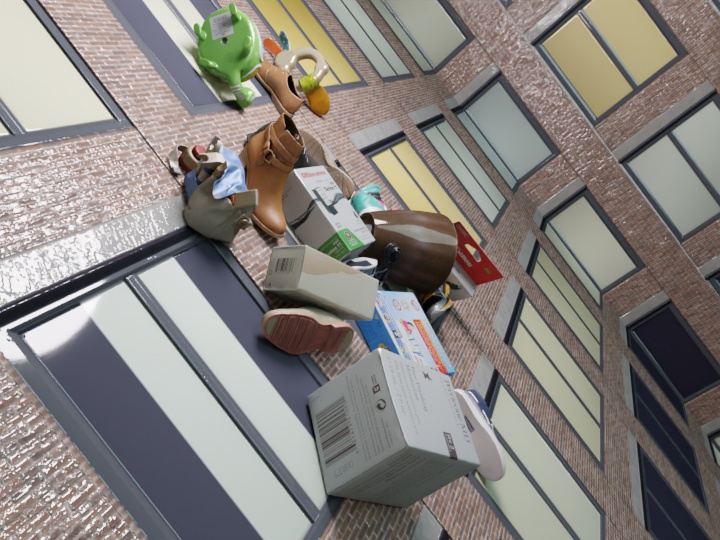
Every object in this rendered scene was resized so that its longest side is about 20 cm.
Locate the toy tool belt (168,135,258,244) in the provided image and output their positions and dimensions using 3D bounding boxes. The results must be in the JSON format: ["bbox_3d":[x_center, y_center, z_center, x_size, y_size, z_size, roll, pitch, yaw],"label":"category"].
[{"bbox_3d":[-0.233,-0.156,1.183,0.124,0.122,0.202,18,42,-51],"label":"toy tool belt"}]

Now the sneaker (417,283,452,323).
[{"bbox_3d":[0.165,0.060,1.661,0.077,0.078,0.200,48,15,-11],"label":"sneaker"}]

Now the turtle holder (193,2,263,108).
[{"bbox_3d":[-0.262,-0.462,1.512,0.186,0.141,0.132,49,7,13],"label":"turtle holder"}]

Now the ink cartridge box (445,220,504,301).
[{"bbox_3d":[0.223,-0.016,1.716,0.200,0.175,0.045,47,51,-22],"label":"ink cartridge box"}]

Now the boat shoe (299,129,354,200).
[{"bbox_3d":[-0.090,-0.236,1.619,0.200,0.072,0.072,44,-6,5],"label":"boat shoe"}]

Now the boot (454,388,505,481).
[{"bbox_3d":[0.257,0.334,1.461,0.090,0.073,0.202,6,51,-50],"label":"boot"}]

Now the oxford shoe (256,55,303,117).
[{"bbox_3d":[-0.202,-0.467,1.701,0.201,0.071,0.071,55,27,7],"label":"oxford shoe"}]

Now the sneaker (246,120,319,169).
[{"bbox_3d":[-0.146,-0.250,1.493,0.199,0.090,0.077,20,46,-50],"label":"sneaker"}]

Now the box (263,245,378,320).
[{"bbox_3d":[-0.065,0.026,1.250,0.199,0.094,0.079,26,70,-46],"label":"box"}]

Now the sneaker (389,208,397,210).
[{"bbox_3d":[0.155,-0.099,1.826,0.200,0.086,0.074,45,25,-16],"label":"sneaker"}]

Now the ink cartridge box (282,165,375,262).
[{"bbox_3d":[-0.077,-0.109,1.441,0.201,0.083,0.146,54,24,4],"label":"ink cartridge box"}]

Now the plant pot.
[{"bbox_3d":[0.084,-0.059,1.576,0.197,0.187,0.189,14,43,-33],"label":"plant pot"}]

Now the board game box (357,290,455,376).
[{"bbox_3d":[0.088,0.141,1.438,0.195,0.056,0.202,7,51,-58],"label":"board game box"}]

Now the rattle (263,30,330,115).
[{"bbox_3d":[-0.160,-0.521,1.847,0.199,0.132,0.142,35,4,27],"label":"rattle"}]

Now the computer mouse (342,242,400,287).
[{"bbox_3d":[0.000,0.000,1.435,0.044,0.111,0.198,43,28,23],"label":"computer mouse"}]

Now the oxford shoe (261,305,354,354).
[{"bbox_3d":[-0.100,0.094,1.185,0.198,0.072,0.074,20,15,-49],"label":"oxford shoe"}]

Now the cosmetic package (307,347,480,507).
[{"bbox_3d":[0.051,0.252,1.102,0.199,0.164,0.167,26,37,-44],"label":"cosmetic package"}]

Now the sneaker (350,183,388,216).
[{"bbox_3d":[0.039,-0.141,1.695,0.199,0.083,0.122,32,30,-55],"label":"sneaker"}]

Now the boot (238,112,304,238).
[{"bbox_3d":[-0.151,-0.178,1.315,0.076,0.155,0.203,15,44,-52],"label":"boot"}]
